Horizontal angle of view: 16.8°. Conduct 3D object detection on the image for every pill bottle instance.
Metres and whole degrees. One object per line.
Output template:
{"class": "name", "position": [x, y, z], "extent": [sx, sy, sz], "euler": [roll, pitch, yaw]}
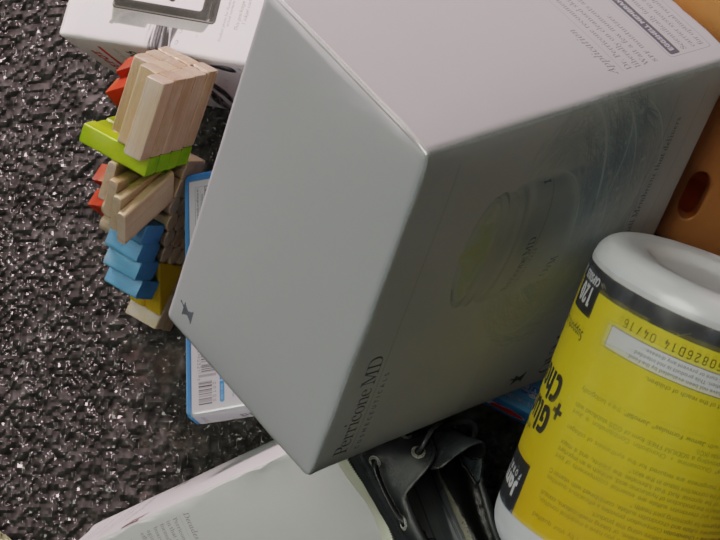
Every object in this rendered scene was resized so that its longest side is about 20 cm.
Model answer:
{"class": "pill bottle", "position": [0.128, 0.092, 1.139], "extent": [0.112, 0.112, 0.201], "euler": [27, 105, 27]}

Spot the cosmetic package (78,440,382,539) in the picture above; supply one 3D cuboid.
{"class": "cosmetic package", "position": [-0.062, 0.144, 1.316], "extent": [0.199, 0.113, 0.082], "euler": [-28, 91, 14]}

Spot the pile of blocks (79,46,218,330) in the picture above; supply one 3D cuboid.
{"class": "pile of blocks", "position": [-0.133, -0.044, 1.373], "extent": [0.062, 0.201, 0.082], "euler": [27, 46, 20]}

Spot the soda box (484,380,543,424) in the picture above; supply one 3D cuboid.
{"class": "soda box", "position": [0.059, 0.031, 1.326], "extent": [0.199, 0.068, 0.064], "euler": [27, 84, 27]}

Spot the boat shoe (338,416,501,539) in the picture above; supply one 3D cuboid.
{"class": "boat shoe", "position": [0.037, 0.105, 1.219], "extent": [0.066, 0.074, 0.201], "euler": [-22, 80, 40]}

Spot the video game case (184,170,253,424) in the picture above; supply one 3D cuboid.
{"class": "video game case", "position": [0.000, 0.000, 1.310], "extent": [0.199, 0.018, 0.144], "euler": [-10, 66, 17]}

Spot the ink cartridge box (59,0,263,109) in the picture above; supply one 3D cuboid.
{"class": "ink cartridge box", "position": [-0.090, -0.140, 1.411], "extent": [0.199, 0.116, 0.068], "euler": [12, 80, 27]}

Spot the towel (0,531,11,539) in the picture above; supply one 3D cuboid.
{"class": "towel", "position": [-0.210, 0.257, 1.404], "extent": [0.148, 0.036, 0.200], "euler": [-43, 64, 7]}

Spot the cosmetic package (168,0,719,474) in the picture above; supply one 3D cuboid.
{"class": "cosmetic package", "position": [0.039, -0.037, 1.142], "extent": [0.123, 0.199, 0.200], "euler": [48, 137, 29]}

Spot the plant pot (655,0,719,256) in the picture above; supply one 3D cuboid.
{"class": "plant pot", "position": [0.185, -0.094, 1.248], "extent": [0.200, 0.200, 0.141], "euler": [38, 109, 27]}
